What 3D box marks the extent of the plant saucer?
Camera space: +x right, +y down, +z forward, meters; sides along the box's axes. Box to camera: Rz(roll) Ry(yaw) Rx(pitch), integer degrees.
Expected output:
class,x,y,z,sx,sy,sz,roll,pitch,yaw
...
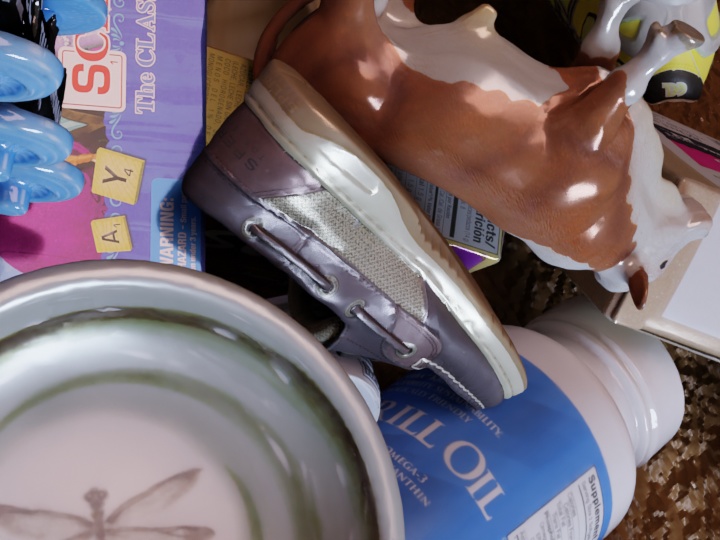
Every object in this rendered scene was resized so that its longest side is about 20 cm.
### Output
class,x,y,z,sx,sy,sz,roll,pitch,yaw
plant saucer,-0.085,0.097,0.613,0.200,0.050,0.200,0,89,-17

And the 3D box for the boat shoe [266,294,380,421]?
class,x,y,z,sx,sy,sz,roll,pitch,yaw
boat shoe,-0.098,0.044,0.737,0.202,0.075,0.086,-15,45,-2

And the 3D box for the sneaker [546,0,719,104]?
class,x,y,z,sx,sy,sz,roll,pitch,yaw
sneaker,0.126,-0.120,0.881,0.075,0.200,0.077,-1,98,1

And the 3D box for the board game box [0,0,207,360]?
class,x,y,z,sx,sy,sz,roll,pitch,yaw
board game box,-0.154,-0.066,0.647,0.199,0.041,0.200,2,78,-16

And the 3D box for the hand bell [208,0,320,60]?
class,x,y,z,sx,sy,sz,roll,pitch,yaw
hand bell,0.018,-0.128,0.795,0.104,0.200,0.104,9,71,-28

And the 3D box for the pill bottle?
class,x,y,z,sx,sy,sz,roll,pitch,yaw
pill bottle,0.048,0.092,0.795,0.200,0.112,0.112,-34,93,-34

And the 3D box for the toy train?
class,x,y,z,sx,sy,sz,roll,pitch,yaw
toy train,-0.136,-0.072,0.531,0.114,0.200,0.087,7,77,-4

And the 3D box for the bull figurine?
class,x,y,z,sx,sy,sz,roll,pitch,yaw
bull figurine,0.060,-0.066,0.708,0.200,0.122,0.065,22,28,-8

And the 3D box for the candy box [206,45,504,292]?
class,x,y,z,sx,sy,sz,roll,pitch,yaw
candy box,-0.050,-0.040,0.778,0.200,0.117,0.057,18,68,-25

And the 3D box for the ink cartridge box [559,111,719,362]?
class,x,y,z,sx,sy,sz,roll,pitch,yaw
ink cartridge box,0.182,-0.010,0.872,0.200,0.165,0.075,20,105,-24

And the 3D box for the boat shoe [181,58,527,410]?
class,x,y,z,sx,sy,sz,roll,pitch,yaw
boat shoe,0.000,0.000,0.690,0.200,0.065,0.072,48,6,-49
